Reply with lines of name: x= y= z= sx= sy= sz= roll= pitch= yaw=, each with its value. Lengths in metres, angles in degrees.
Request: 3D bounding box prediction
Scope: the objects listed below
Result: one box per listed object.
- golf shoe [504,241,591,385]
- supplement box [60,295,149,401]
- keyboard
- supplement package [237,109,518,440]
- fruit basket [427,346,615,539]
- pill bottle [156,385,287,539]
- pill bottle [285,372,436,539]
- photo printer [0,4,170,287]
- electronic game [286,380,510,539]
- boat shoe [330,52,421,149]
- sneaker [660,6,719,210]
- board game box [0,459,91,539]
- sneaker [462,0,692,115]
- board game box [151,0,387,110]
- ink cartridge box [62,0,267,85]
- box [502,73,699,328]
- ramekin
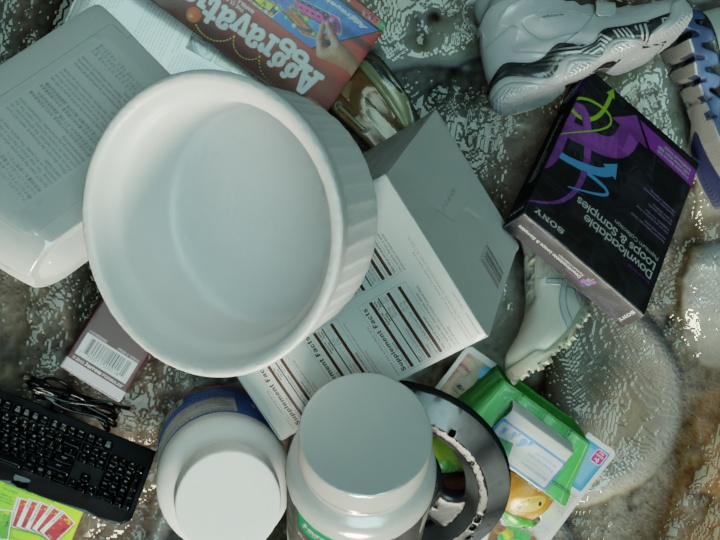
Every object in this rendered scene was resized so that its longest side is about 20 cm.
golf shoe: x=0.171 y=0.012 z=1.051 sx=0.097 sy=0.078 sz=0.200 roll=40 pitch=62 yaw=-1
supplement box: x=-0.175 y=0.004 z=0.983 sx=0.061 sy=0.109 sz=0.201 roll=33 pitch=88 yaw=-10
keyboard: x=-0.273 y=0.136 z=0.989 sx=0.198 sy=0.040 sz=0.105 roll=24 pitch=55 yaw=-12
supplement package: x=0.000 y=0.000 z=0.937 sx=0.199 sy=0.191 sz=0.148 roll=-29 pitch=101 yaw=24
fruit basket: x=0.112 y=0.199 z=1.061 sx=0.184 sy=0.094 sz=0.201 roll=36 pitch=92 yaw=-11
pill bottle: x=-0.115 y=0.168 z=0.962 sx=0.111 sy=0.200 sz=0.114 roll=-1 pitch=96 yaw=-10
pill bottle: x=-0.001 y=0.167 z=0.870 sx=0.111 sy=0.201 sz=0.114 roll=1 pitch=56 yaw=-2
photo printer: x=-0.229 y=-0.093 z=0.885 sx=0.200 sy=0.070 sz=0.166 roll=-40 pitch=74 yaw=-21
electronic game: x=0.032 y=0.177 z=1.000 sx=0.197 sy=0.042 sz=0.202 roll=5 pitch=123 yaw=8
boat shoe: x=0.038 y=-0.098 z=1.034 sx=0.074 sy=0.076 sz=0.201 roll=-35 pitch=92 yaw=1
sneaker: x=0.363 y=-0.163 z=1.075 sx=0.114 sy=0.081 sz=0.202 roll=-18 pitch=96 yaw=-6
board game box: x=-0.345 y=0.198 z=1.002 sx=0.198 sy=0.048 sz=0.103 roll=23 pitch=90 yaw=-12
sneaker: x=0.189 y=-0.226 z=1.023 sx=0.198 sy=0.075 sz=0.116 roll=-23 pitch=79 yaw=-2
board game box: x=-0.085 y=-0.223 z=0.960 sx=0.199 sy=0.019 sz=0.103 roll=34 pitch=99 yaw=-19
ink cartridge box: x=-0.164 y=-0.168 z=0.999 sx=0.198 sy=0.050 sz=0.110 roll=27 pitch=89 yaw=-12
box: x=0.220 y=-0.068 z=1.029 sx=0.142 sy=0.036 sz=0.201 roll=37 pitch=55 yaw=-11
ramekin: x=-0.084 y=-0.036 z=0.796 sx=0.198 sy=0.098 sz=0.203 roll=4 pitch=99 yaw=23
